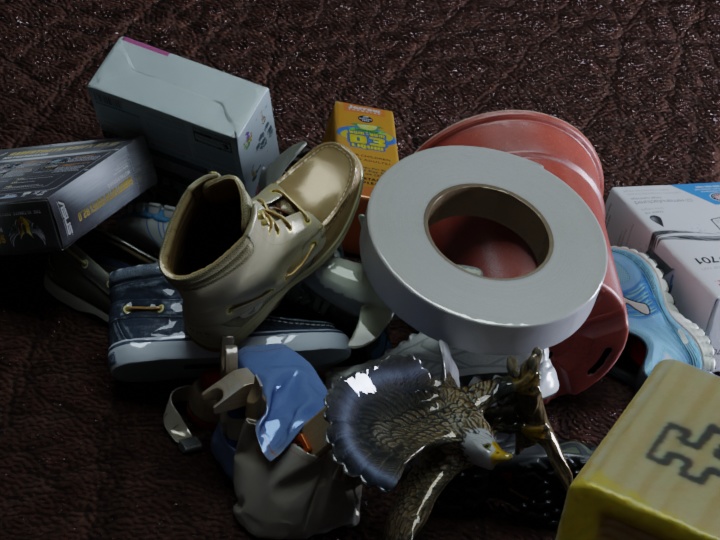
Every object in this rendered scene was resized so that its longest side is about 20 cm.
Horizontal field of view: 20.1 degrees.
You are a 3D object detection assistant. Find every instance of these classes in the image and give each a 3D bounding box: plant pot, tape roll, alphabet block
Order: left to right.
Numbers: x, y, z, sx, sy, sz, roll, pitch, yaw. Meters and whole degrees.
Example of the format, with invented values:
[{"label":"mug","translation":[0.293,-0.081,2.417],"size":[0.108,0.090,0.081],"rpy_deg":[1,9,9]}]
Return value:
[{"label":"tape roll","translation":[0.099,-0.019,1.627],"size":[0.202,0.037,0.204],"rpy_deg":[7,46,-8]},{"label":"plant pot","translation":[0.139,-0.001,1.767],"size":[0.200,0.201,0.196],"rpy_deg":[3,40,-15]},{"label":"alphabet block","translation":[0.247,0.211,1.430],"size":[0.196,0.196,0.200],"rpy_deg":[20,32,18]}]

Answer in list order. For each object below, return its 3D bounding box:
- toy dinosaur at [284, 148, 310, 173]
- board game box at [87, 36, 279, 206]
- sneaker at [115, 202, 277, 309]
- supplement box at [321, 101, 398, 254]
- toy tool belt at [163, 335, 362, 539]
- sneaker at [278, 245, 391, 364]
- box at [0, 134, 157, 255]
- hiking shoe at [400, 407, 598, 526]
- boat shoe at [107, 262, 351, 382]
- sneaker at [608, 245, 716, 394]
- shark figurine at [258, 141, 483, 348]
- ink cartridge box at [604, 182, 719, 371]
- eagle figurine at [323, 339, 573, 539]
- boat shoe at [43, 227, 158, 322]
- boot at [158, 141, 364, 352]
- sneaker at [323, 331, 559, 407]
[{"label":"toy dinosaur","translation":[-0.104,-0.097,1.972],"size":[0.088,0.048,0.200],"rpy_deg":[-24,42,-36]},{"label":"board game box","translation":[-0.150,-0.108,1.819],"size":[0.147,0.200,0.064],"rpy_deg":[22,63,15]},{"label":"sneaker","translation":[-0.143,-0.007,1.781],"size":[0.199,0.087,0.075],"rpy_deg":[9,-10,36]},{"label":"supplement box","translation":[0.000,-0.091,1.975],"size":[0.066,0.069,0.200],"rpy_deg":[9,28,-9]},{"label":"toy tool belt","translation":[-0.066,0.106,1.562],"size":[0.124,0.123,0.200],"rpy_deg":[-9,36,-32]},{"label":"sneaker","translation":[-0.033,0.029,1.777],"size":[0.082,0.073,0.200],"rpy_deg":[-21,37,-11]},{"label":"box","translation":[-0.300,-0.061,1.756],"size":[0.199,0.049,0.158],"rpy_deg":[-4,21,28]},{"label":"hiking shoe","translation":[0.131,0.144,1.615],"size":[0.199,0.076,0.101],"rpy_deg":[8,34,-6]},{"label":"boat shoe","translation":[-0.108,0.036,1.659],"size":[0.199,0.071,0.091],"rpy_deg":[-1,69,-11]},{"label":"sneaker","translation":[0.236,0.045,1.822],"size":[0.089,0.079,0.200],"rpy_deg":[-7,35,-23]},{"label":"shark figurine","translation":[-0.022,0.000,1.678],"size":[0.214,0.090,0.128],"rpy_deg":[33,66,10]},{"label":"ink cartridge box","translation":[0.334,0.002,1.921],"size":[0.146,0.086,0.200],"rpy_deg":[-4,32,-25]},{"label":"eagle figurine","translation":[0.054,0.131,1.479],"size":[0.199,0.151,0.152],"rpy_deg":[-27,77,-21]},{"label":"boat shoe","translation":[-0.182,0.018,1.729],"size":[0.201,0.061,0.072],"rpy_deg":[24,32,19]},{"label":"boot","translation":[-0.075,-0.043,1.567],"size":[0.073,0.156,0.200],"rpy_deg":[38,77,20]},{"label":"sneaker","translation":[0.062,0.073,1.658],"size":[0.199,0.082,0.075],"rpy_deg":[-7,6,20]}]
